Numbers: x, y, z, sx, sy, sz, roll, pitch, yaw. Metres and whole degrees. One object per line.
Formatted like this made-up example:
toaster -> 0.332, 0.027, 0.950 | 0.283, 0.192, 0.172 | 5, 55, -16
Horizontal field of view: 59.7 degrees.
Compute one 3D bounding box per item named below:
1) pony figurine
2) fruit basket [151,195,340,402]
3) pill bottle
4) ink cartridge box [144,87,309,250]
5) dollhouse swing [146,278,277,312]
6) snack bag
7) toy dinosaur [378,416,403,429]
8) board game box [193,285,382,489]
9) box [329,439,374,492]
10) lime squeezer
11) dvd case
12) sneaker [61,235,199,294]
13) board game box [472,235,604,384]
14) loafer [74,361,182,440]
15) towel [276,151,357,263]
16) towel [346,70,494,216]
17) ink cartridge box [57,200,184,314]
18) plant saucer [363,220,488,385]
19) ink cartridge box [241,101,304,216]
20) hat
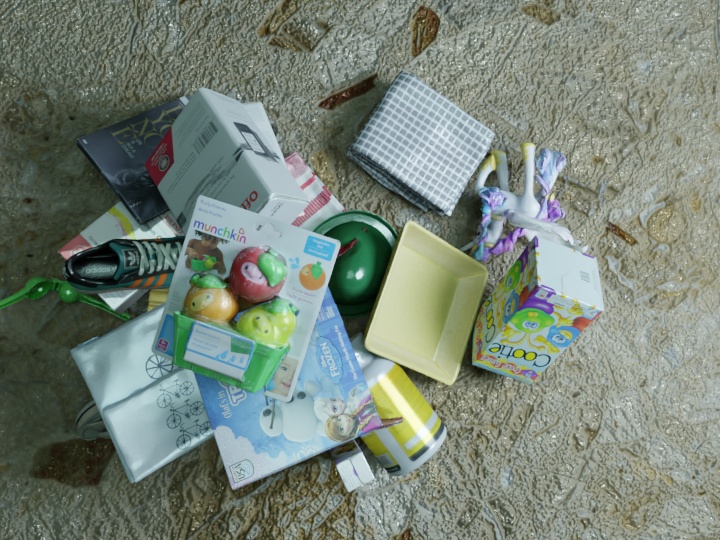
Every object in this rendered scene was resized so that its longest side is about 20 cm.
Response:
pony figurine -> 0.263, -0.097, 1.004 | 0.192, 0.166, 0.202 | 9, 83, 31
fruit basket -> -0.139, 0.033, 0.737 | 0.184, 0.094, 0.201 | 19, 97, 5
pill bottle -> 0.030, 0.196, 0.940 | 0.112, 0.112, 0.201 | -37, 90, -12
ink cartridge box -> -0.181, -0.116, 0.836 | 0.145, 0.083, 0.201 | -44, 67, 23
dollhouse swing -> -0.215, 0.094, 0.893 | 0.174, 0.182, 0.202 | 8, 82, -20
snack bag -> -0.256, 0.141, 0.822 | 0.188, 0.021, 0.201 | -29, 77, -10
toy dinosaur -> -0.068, 0.236, 0.890 | 0.199, 0.182, 0.105 | 30, 45, 8
board game box -> -0.099, 0.140, 0.794 | 0.198, 0.043, 0.201 | -22, 77, -5
box -> -0.019, 0.261, 0.879 | 0.038, 0.200, 0.042 | -24, 87, -9
lime squeezer -> -0.436, 0.038, 0.903 | 0.199, 0.071, 0.038 | 7, 115, -37
dvd case -> -0.290, -0.171, 0.934 | 0.149, 0.016, 0.200 | 51, 51, 1
sneaker -> -0.297, -0.009, 0.849 | 0.198, 0.080, 0.072 | -12, 85, -17
board game box -> 0.257, 0.064, 0.939 | 0.102, 0.201, 0.105 | 19, 45, -7
loafer -> -0.316, 0.195, 0.866 | 0.199, 0.072, 0.063 | -31, 59, 16
towel -> -0.094, -0.072, 0.998 | 0.144, 0.023, 0.200 | -42, 92, -11
towel -> 0.101, -0.201, 1.014 | 0.199, 0.086, 0.166 | 32, 80, -5
ink cartridge box -> -0.321, -0.046, 0.927 | 0.117, 0.067, 0.200 | 46, 72, -3
plant saucer -> 0.095, 0.053, 0.970 | 0.199, 0.048, 0.201 | 28, 77, -35
ink cartridge box -> -0.170, -0.151, 0.947 | 0.108, 0.050, 0.201 | -17, 76, -25
hat -> 0.000, 0.000, 0.910 | 0.199, 0.176, 0.167 | -29, 101, -13
